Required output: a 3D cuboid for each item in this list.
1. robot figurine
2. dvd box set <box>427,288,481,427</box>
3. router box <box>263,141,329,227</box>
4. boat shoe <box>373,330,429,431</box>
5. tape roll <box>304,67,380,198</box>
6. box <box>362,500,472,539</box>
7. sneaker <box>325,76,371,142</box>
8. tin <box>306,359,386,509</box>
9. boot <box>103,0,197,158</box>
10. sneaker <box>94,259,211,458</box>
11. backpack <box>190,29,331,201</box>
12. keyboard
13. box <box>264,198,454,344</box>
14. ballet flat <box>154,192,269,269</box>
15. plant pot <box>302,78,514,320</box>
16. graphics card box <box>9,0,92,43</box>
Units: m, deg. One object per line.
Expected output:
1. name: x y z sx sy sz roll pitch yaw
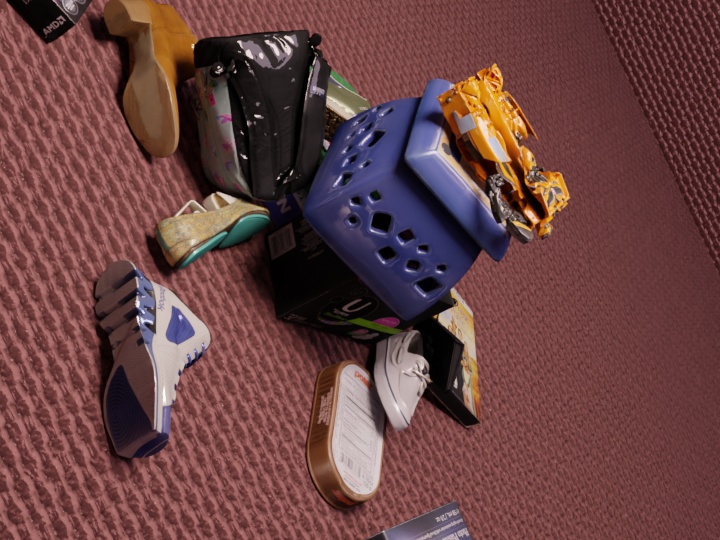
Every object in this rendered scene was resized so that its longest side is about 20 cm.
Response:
1. robot figurine: 0.167 -0.127 1.339 0.201 0.058 0.145 58 35 -4
2. dvd box set: 0.134 0.113 1.772 0.146 0.029 0.201 49 31 -45
3. router box: -0.094 -0.164 1.615 0.201 0.049 0.179 62 30 -6
4. boat shoe: 0.058 0.135 1.569 0.201 0.065 0.074 -93 158 -60
5. tape roll: -0.039 -0.178 1.616 0.200 0.048 0.202 38 40 -40
6. box: 0.067 0.391 1.362 0.200 0.123 0.200 -2 65 -61
7. sneaker: 0.006 -0.185 1.560 0.200 0.067 0.090 36 39 -21
8. tin: -0.014 0.202 1.486 0.112 0.042 0.201 48 33 -35
9. boot: -0.230 -0.234 1.434 0.144 0.070 0.203 -14 84 -66
10. sneaker: -0.201 0.091 1.223 0.115 0.080 0.201 21 49 -48
11. backpack: -0.124 -0.185 1.445 0.166 0.126 0.202 -14 107 -33
12. keyboard: 0.107 0.083 1.620 0.200 0.020 0.128 -138 -124 -72
13. box: 0.000 0.000 1.542 0.199 0.148 0.125 20 51 -49
14. ballet flat: -0.174 -0.057 1.399 0.071 0.070 0.200 63 30 -3
15. plant pot: 0.076 -0.094 1.410 0.200 0.179 0.201 46 36 -22
16. graphics card box: -0.376 -0.364 1.313 0.200 0.051 0.126 50 33 -26
